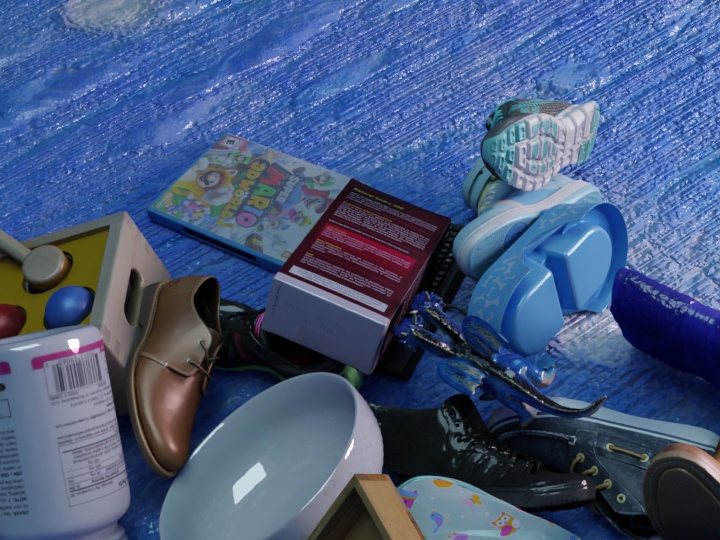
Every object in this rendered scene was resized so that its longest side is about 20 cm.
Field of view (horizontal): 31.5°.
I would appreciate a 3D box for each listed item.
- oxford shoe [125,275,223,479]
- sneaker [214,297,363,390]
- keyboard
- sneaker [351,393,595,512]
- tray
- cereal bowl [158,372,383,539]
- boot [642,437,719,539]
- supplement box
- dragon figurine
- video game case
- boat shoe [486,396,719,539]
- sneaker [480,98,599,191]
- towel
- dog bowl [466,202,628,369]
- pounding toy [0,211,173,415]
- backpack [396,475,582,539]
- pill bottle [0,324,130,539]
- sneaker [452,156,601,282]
[{"bbox_3d":[-0.154,0.083,1.101,0.071,0.071,0.200,-18,51,21],"label":"oxford shoe"},{"bbox_3d":[-0.087,0.057,1.171,0.199,0.084,0.077,17,50,22],"label":"sneaker"},{"bbox_3d":[0.071,0.027,1.224,0.127,0.021,0.200,14,51,21],"label":"keyboard"},{"bbox_3d":[0.089,0.146,1.038,0.199,0.060,0.105,-10,73,25],"label":"sneaker"},{"bbox_3d":[-0.020,0.250,0.908,0.037,0.200,0.099,8,36,-40],"label":"tray"},{"bbox_3d":[-0.061,0.181,1.024,0.200,0.083,0.200,-30,25,15],"label":"cereal bowl"},{"bbox_3d":[0.288,0.146,0.965,0.077,0.200,0.156,-20,38,44],"label":"boot"},{"bbox_3d":[0.000,0.000,1.156,0.109,0.061,0.200,23,36,9],"label":"supplement box"},{"bbox_3d":[0.101,0.076,1.025,0.059,0.099,0.200,-58,32,0],"label":"dragon figurine"},{"bbox_3d":[-0.106,-0.072,1.345,0.200,0.018,0.143,22,52,26],"label":"video game case"},{"bbox_3d":[0.195,0.164,1.037,0.200,0.071,0.091,7,48,14],"label":"boat shoe"},{"bbox_3d":[0.155,-0.129,1.237,0.091,0.078,0.200,18,20,29],"label":"sneaker"},{"bbox_3d":[0.307,0.074,1.070,0.200,0.148,0.050,27,85,30],"label":"towel"},{"bbox_3d":[0.170,0.014,1.165,0.049,0.112,0.200,19,50,42],"label":"dog bowl"},{"bbox_3d":[-0.289,0.026,1.169,0.184,0.142,0.200,-15,43,15],"label":"pounding toy"},{"bbox_3d":[0.094,0.239,0.941,0.200,0.127,0.167,22,56,31],"label":"backpack"},{"bbox_3d":[-0.246,0.151,1.015,0.113,0.201,0.113,-9,3,0],"label":"pill bottle"},{"bbox_3d":[0.128,-0.055,1.241,0.130,0.080,0.200,31,35,34],"label":"sneaker"}]
